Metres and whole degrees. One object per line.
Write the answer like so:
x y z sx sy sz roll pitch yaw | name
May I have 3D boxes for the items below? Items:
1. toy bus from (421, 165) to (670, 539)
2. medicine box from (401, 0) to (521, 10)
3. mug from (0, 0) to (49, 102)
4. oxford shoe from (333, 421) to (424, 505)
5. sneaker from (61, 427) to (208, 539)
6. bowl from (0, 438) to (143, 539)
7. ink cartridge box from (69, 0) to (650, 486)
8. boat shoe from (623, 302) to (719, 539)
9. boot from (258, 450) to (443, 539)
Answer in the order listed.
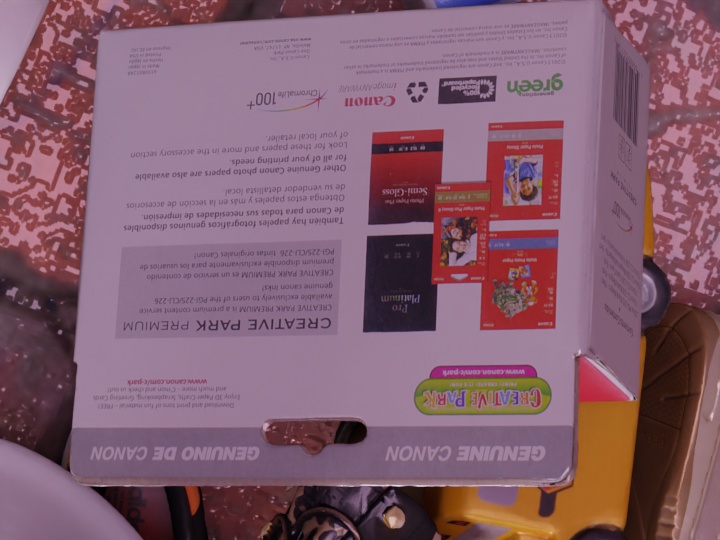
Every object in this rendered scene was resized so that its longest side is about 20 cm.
0.071 0.048 1.016 0.078 0.065 0.202 11 75 -8 | toy bus
0.071 -0.220 0.994 0.181 0.103 0.201 -22 100 -2 | medicine box
-0.221 -0.087 0.966 0.174 0.148 0.201 27 96 -11 | mug
0.041 0.145 1.051 0.072 0.084 0.201 -20 97 0 | oxford shoe
-0.096 0.153 1.036 0.069 0.090 0.202 1 97 -5 | sneaker
-0.161 0.170 0.987 0.200 0.090 0.203 10 113 24 | bowl
0.000 0.000 0.964 0.198 0.084 0.177 -1 76 20 | ink cartridge box
0.133 0.115 1.061 0.069 0.074 0.202 8 104 -30 | boat shoe
-0.044 0.129 0.931 0.151 0.073 0.200 -55 132 -21 | boot
